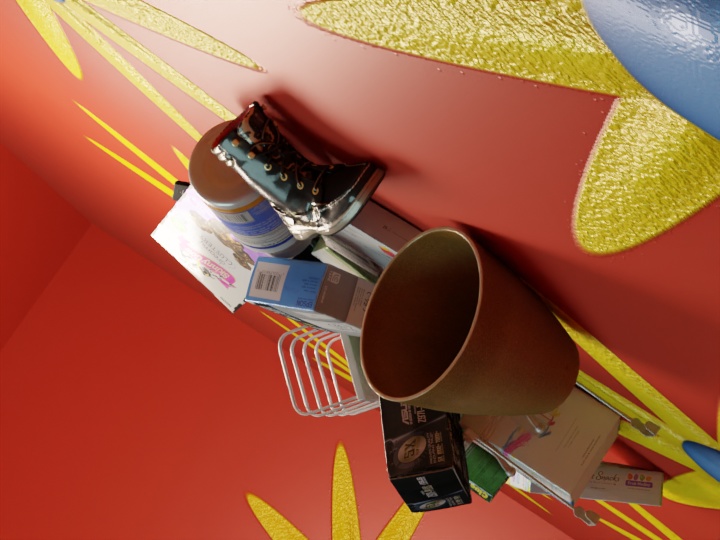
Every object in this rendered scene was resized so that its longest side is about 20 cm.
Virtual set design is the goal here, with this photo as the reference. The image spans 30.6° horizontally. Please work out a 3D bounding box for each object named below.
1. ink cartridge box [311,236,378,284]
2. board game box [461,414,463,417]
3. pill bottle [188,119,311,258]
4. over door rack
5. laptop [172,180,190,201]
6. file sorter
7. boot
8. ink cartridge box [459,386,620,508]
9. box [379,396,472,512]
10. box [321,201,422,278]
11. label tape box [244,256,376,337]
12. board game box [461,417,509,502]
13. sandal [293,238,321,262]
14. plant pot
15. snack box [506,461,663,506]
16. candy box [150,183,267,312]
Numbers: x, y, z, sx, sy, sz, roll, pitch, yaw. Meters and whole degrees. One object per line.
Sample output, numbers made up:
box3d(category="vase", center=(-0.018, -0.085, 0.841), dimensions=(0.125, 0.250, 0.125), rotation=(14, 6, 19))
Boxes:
box3d(category="ink cartridge box", center=(0.000, 0.000, 1.810), dimensions=(0.145, 0.048, 0.200), rotation=(37, 169, -9))
box3d(category="board game box", center=(0.142, 0.209, 1.968), dimensions=(0.150, 0.047, 0.200), rotation=(15, -163, 1))
box3d(category="pill bottle", center=(-0.121, -0.089, 1.587), dimensions=(0.111, 0.113, 0.200), rotation=(30, 170, 25))
box3d(category="over door rack", center=(0.247, 0.206, 1.638), dimensions=(0.199, 0.148, 0.067), rotation=(33, 169, 16))
box3d(category="laptop", center=(-0.192, -0.059, 1.993), dimensions=(0.198, 0.105, 0.177), rotation=(9, 173, -9))
box3d(category="file sorter", center=(-0.024, 0.149, 2.026), dimensions=(0.200, 0.123, 0.140), rotation=(14, -122, -67))
box3d(category="boot", center=(-0.070, -0.110, 1.392), dimensions=(0.150, 0.073, 0.200), rotation=(43, 160, -14))
box3d(category="ink cartridge box", center=(0.230, 0.203, 1.757), dimensions=(0.199, 0.126, 0.129), rotation=(32, 170, 18))
box3d(category="box", center=(0.081, 0.192, 1.707), dimensions=(0.085, 0.202, 0.164), rotation=(-10, 154, 8))
box3d(category="box", center=(0.013, -0.038, 1.587), dimensions=(0.155, 0.041, 0.200), rotation=(32, 171, 16))
box3d(category="label tape box", center=(-0.024, 0.046, 1.660), dimensions=(0.199, 0.067, 0.142), rotation=(27, 166, -40))
box3d(category="board game box", center=(0.192, 0.229, 1.853), dimensions=(0.104, 0.200, 0.024), rotation=(34, 140, 16))
box3d(category="sandal", center=(-0.103, -0.037, 1.884), dimensions=(0.200, 0.076, 0.043), rotation=(40, 170, -18))
box3d(category="plant pot", center=(0.131, 0.079, 1.392), dimensions=(0.199, 0.188, 0.186), rotation=(26, 177, -33))
box3d(category="snack box", center=(0.319, 0.300, 1.902), dimensions=(0.197, 0.054, 0.142), rotation=(7, 174, -10))
box3d(category="candy box", center=(-0.180, -0.052, 1.824), dimensions=(0.168, 0.072, 0.200), rotation=(43, 144, -5))
